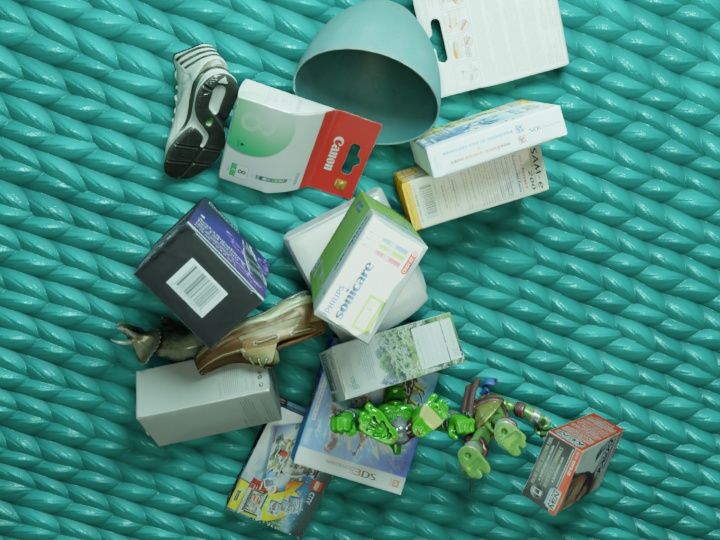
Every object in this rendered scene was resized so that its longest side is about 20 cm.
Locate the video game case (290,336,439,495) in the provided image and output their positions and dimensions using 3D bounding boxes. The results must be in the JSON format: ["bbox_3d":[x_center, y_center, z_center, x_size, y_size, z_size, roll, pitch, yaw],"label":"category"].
[{"bbox_3d":[0.008,0.226,1.285,0.180,0.045,0.202,19,87,-11],"label":"video game case"}]

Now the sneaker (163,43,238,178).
[{"bbox_3d":[-0.235,-0.231,1.166,0.075,0.116,0.201,2,139,-35],"label":"sneaker"}]

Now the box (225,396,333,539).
[{"bbox_3d":[-0.116,0.320,1.331,0.136,0.038,0.201,25,102,-10],"label":"box"}]

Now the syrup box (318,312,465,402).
[{"bbox_3d":[0.046,0.129,1.226,0.198,0.081,0.079,-15,83,-19],"label":"syrup box"}]

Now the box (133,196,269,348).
[{"bbox_3d":[-0.215,-0.003,1.155,0.104,0.200,0.148,-42,105,7],"label":"box"}]

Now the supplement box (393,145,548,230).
[{"bbox_3d":[0.155,-0.130,1.185,0.198,0.126,0.074,-17,104,0],"label":"supplement box"}]

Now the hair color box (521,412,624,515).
[{"bbox_3d":[0.334,0.296,1.278,0.064,0.199,0.112,28,106,32],"label":"hair color box"}]

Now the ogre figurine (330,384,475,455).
[{"bbox_3d":[0.053,0.222,1.208,0.198,0.120,0.099,-19,86,-10],"label":"ogre figurine"}]

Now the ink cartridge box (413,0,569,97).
[{"bbox_3d":[0.184,-0.348,1.175,0.198,0.047,0.161,-14,106,5],"label":"ink cartridge box"}]

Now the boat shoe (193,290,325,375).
[{"bbox_3d":[-0.141,0.103,1.186,0.199,0.076,0.074,-28,78,-6],"label":"boat shoe"}]

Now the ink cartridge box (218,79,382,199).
[{"bbox_3d":[-0.089,-0.167,1.157,0.198,0.050,0.161,19,139,-7],"label":"ink cartridge box"}]

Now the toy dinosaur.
[{"bbox_3d":[-0.261,0.107,1.232,0.198,0.102,0.078,1,105,-3],"label":"toy dinosaur"}]

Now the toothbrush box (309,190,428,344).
[{"bbox_3d":[0.004,-0.011,1.095,0.086,0.200,0.146,30,99,-10],"label":"toothbrush box"}]

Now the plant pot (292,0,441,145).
[{"bbox_3d":[0.020,-0.284,1.118,0.198,0.200,0.136,16,65,-8],"label":"plant pot"}]

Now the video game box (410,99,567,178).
[{"bbox_3d":[0.167,-0.185,1.132,0.181,0.200,0.047,-16,104,0],"label":"video game box"}]

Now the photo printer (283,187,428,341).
[{"bbox_3d":[0.000,0.000,1.237,0.165,0.069,0.201,-26,105,3],"label":"photo printer"}]

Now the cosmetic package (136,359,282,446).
[{"bbox_3d":[-0.227,0.191,1.244,0.198,0.085,0.108,-10,145,-1],"label":"cosmetic package"}]

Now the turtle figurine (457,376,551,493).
[{"bbox_3d":[0.220,0.269,1.247,0.143,0.194,0.202,-2,94,14],"label":"turtle figurine"}]
